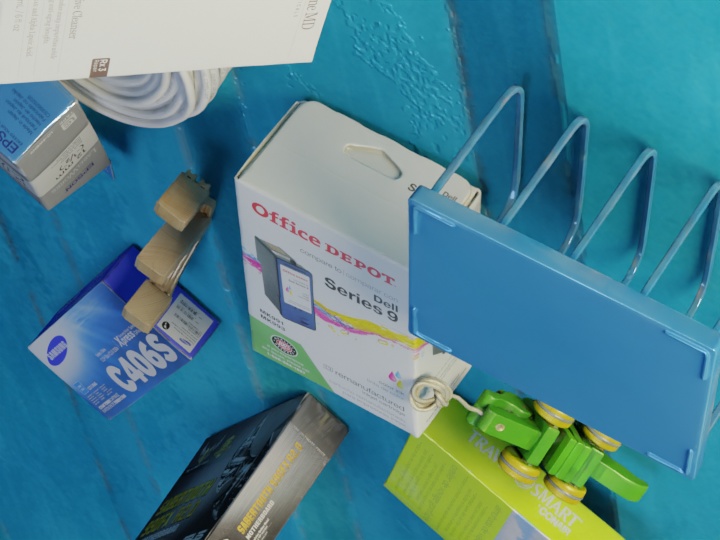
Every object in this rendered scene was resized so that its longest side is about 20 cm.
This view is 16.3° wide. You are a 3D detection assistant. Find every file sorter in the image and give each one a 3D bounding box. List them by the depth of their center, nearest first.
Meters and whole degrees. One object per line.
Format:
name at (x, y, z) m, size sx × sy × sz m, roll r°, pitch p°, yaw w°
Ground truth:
file sorter at (0.142, 0.000, 1.486) m, size 0.199 × 0.123 × 0.139 m, roll 27°, pitch 149°, yaw 18°

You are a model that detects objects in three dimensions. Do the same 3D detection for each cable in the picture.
cable at (-0.166, -0.183, 1.625) m, size 0.200 × 0.069 × 0.200 m, roll 42°, pitch 152°, yaw -9°

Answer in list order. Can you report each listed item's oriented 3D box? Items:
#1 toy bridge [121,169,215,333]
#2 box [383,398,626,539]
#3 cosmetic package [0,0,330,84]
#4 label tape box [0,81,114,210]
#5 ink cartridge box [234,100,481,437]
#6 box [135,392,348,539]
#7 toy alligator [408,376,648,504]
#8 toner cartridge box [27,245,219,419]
toy bridge at (-0.134, -0.021, 1.820) m, size 0.027 × 0.067 × 0.200 m, roll 35°, pitch 153°, yaw 4°
box at (0.114, 0.188, 1.845) m, size 0.200 × 0.048 × 0.122 m, roll 40°, pitch 152°, yaw 10°
cosmetic package at (-0.118, -0.175, 1.453) m, size 0.198 × 0.082 × 0.113 m, roll -5°, pitch 152°, yaw -14°
label tape box at (-0.252, -0.115, 1.747) m, size 0.143 × 0.066 × 0.200 m, roll 42°, pitch 171°, yaw 10°
ink cartridge box at (0.000, 0.000, 1.683) m, size 0.145 × 0.088 × 0.201 m, roll 27°, pitch 148°, yaw 19°
box at (-0.108, 0.188, 1.999) m, size 0.048 × 0.159 × 0.200 m, roll 41°, pitch 152°, yaw -12°
toy alligator at (0.111, 0.105, 1.713) m, size 0.199 × 0.060 × 0.054 m, roll 26°, pitch -163°, yaw -23°
toner cartridge box at (-0.193, 0.053, 2.019) m, size 0.095 × 0.043 × 0.200 m, roll 43°, pitch 151°, yaw -6°
